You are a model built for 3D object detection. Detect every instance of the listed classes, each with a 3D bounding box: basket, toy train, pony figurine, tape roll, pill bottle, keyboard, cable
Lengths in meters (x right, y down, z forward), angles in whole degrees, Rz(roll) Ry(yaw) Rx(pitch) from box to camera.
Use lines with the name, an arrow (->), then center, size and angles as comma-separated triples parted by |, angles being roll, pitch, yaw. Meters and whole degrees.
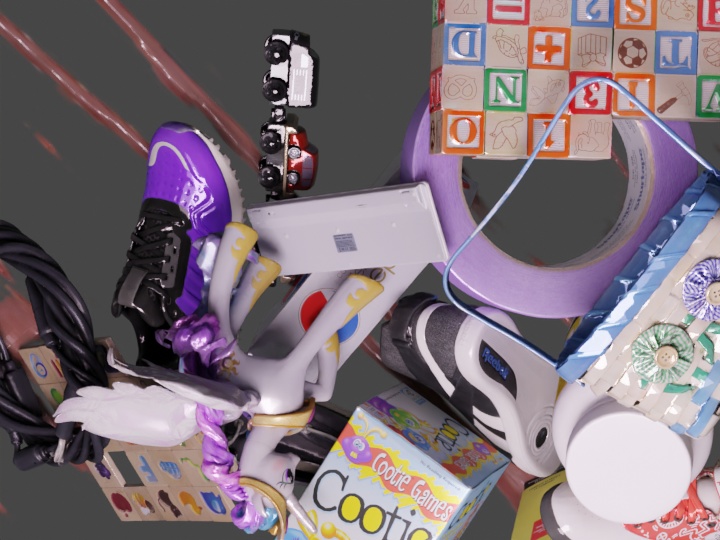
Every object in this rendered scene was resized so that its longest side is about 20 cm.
basket -> 0.177, -0.004, 1.381 | 0.200, 0.139, 0.176 | 35, 101, 6
toy train -> -0.052, -0.081, 1.589 | 0.046, 0.034, 0.200 | 3, 113, -3
pony figurine -> -0.094, 0.074, 1.497 | 0.193, 0.200, 0.167 | 24, 159, -15
tape roll -> 0.130, -0.068, 1.500 | 0.200, 0.066, 0.200 | 0, 91, -7
pill bottle -> 0.194, 0.095, 1.526 | 0.112, 0.200, 0.113 | 4, 113, 9
keyboard -> -0.012, -0.027, 1.518 | 0.200, 0.011, 0.056 | -5, 111, 50
cable -> -0.255, 0.058, 1.636 | 0.163, 0.051, 0.200 | -6, 102, 51

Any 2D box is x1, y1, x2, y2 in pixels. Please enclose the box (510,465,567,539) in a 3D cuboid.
box -> 0.147, 0.223, 1.588 | 0.050, 0.200, 0.075 | -30, 103, 23

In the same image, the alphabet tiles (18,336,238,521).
alphabet tiles -> -0.169, 0.123, 1.646 | 0.200, 0.008, 0.167 | -8, 115, 51

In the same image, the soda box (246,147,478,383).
soda box -> 0.000, 0.000, 1.592 | 0.064, 0.068, 0.200 | 36, 114, -6

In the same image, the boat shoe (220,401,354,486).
boat shoe -> -0.085, 0.120, 1.660 | 0.200, 0.063, 0.073 | 17, 114, 2

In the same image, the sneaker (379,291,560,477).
sneaker -> 0.082, 0.076, 1.603 | 0.112, 0.073, 0.200 | 17, 155, 35

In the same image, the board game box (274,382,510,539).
board game box -> 0.004, 0.198, 1.576 | 0.103, 0.105, 0.200 | 36, 107, 12

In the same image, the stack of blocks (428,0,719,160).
stack of blocks -> 0.149, -0.131, 1.438 | 0.200, 0.059, 0.115 | 1, 92, -7

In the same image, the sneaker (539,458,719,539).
sneaker -> 0.236, 0.163, 1.566 | 0.201, 0.067, 0.108 | 8, 146, -31

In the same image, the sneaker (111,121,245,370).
sneaker -> -0.141, -0.006, 1.587 | 0.070, 0.099, 0.200 | 15, 119, 36
